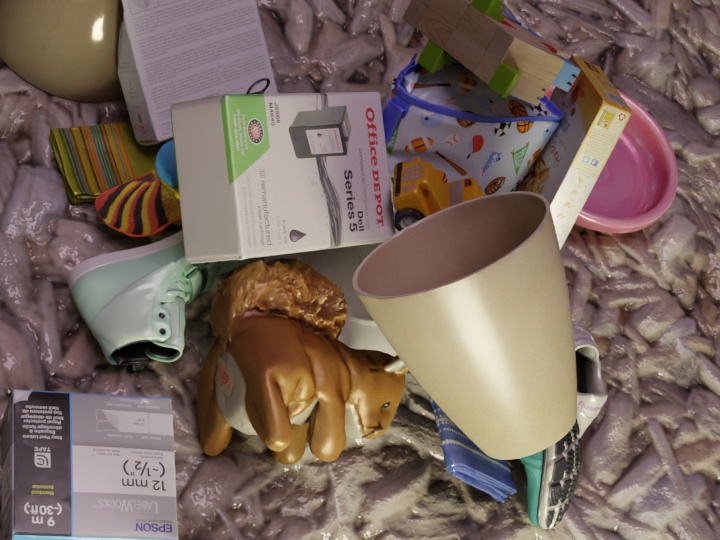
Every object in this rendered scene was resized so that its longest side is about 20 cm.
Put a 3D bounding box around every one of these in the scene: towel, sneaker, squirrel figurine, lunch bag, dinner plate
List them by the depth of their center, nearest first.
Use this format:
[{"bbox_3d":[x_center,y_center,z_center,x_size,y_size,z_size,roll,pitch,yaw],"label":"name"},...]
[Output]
[{"bbox_3d":[-0.045,0.078,1.509,0.186,0.141,0.201,-1,76,-33],"label":"squirrel figurine"},{"bbox_3d":[-0.160,0.027,1.528,0.200,0.074,0.119,-18,62,-14],"label":"sneaker"},{"bbox_3d":[0.089,0.118,1.574,0.145,0.024,0.201,33,35,-56],"label":"towel"},{"bbox_3d":[0.166,0.149,1.584,0.077,0.079,0.201,1,83,-62],"label":"sneaker"},{"bbox_3d":[-0.207,-0.117,1.645,0.199,0.018,0.086,-10,65,-29],"label":"towel"},{"bbox_3d":[0.074,-0.124,1.647,0.199,0.170,0.124,-10,48,-44],"label":"lunch bag"},{"bbox_3d":[0.202,0.067,1.657,0.075,0.100,0.201,-4,61,-28],"label":"sneaker"},{"bbox_3d":[0.000,0.000,1.659,0.199,0.024,0.201,12,56,-18],"label":"dinner plate"}]

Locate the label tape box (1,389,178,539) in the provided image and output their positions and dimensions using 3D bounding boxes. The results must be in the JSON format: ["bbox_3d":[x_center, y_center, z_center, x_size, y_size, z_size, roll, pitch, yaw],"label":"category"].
[{"bbox_3d":[-0.231,0.206,1.401,0.143,0.066,0.201,6,56,-21],"label":"label tape box"}]

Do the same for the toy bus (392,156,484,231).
[{"bbox_3d":[0.097,-0.020,1.591,0.065,0.078,0.200,-82,152,-51],"label":"toy bus"}]

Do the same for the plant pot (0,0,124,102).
[{"bbox_3d":[-0.271,-0.290,1.653,0.199,0.135,0.201,11,57,-17],"label":"plant pot"}]

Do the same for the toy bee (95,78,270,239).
[{"bbox_3d":[-0.149,-0.079,1.563,0.109,0.200,0.131,55,23,7],"label":"toy bee"}]

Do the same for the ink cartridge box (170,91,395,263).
[{"bbox_3d":[-0.068,-0.089,1.511,0.199,0.084,0.146,-8,93,-45],"label":"ink cartridge box"}]

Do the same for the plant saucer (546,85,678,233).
[{"bbox_3d":[0.257,-0.123,1.832,0.200,0.051,0.201,12,55,-17],"label":"plant saucer"}]

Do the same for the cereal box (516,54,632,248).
[{"bbox_3d":[0.201,-0.105,1.676,0.039,0.201,0.144,20,21,-16],"label":"cereal box"}]

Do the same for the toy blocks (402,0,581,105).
[{"bbox_3d":[0.138,-0.216,1.595,0.136,0.100,0.200,16,20,-42],"label":"toy blocks"}]

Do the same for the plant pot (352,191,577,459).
[{"bbox_3d":[0.116,0.062,1.466,0.187,0.187,0.201,-38,113,-36],"label":"plant pot"}]

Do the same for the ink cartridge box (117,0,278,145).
[{"bbox_3d":[-0.174,-0.244,1.640,0.162,0.057,0.201,-25,105,-37],"label":"ink cartridge box"}]
